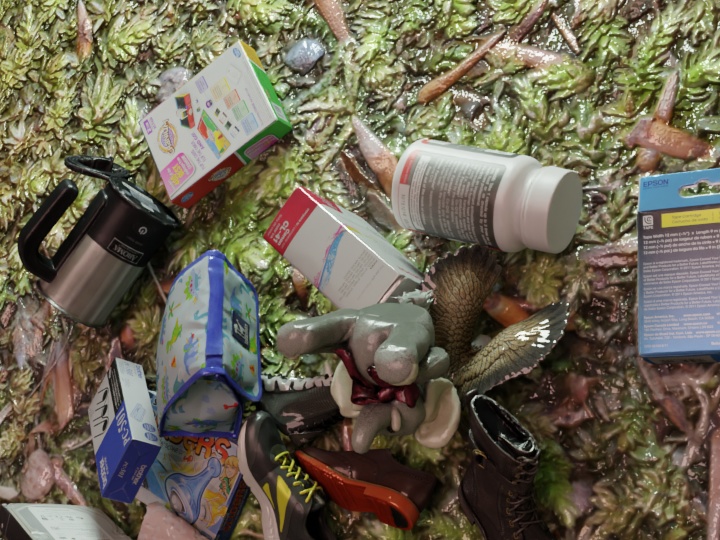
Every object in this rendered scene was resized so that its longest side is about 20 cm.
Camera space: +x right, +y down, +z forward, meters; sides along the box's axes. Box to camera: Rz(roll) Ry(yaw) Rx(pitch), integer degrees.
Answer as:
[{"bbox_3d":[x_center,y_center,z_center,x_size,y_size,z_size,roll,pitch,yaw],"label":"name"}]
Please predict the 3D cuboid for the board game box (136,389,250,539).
[{"bbox_3d":[-0.232,0.259,1.491,0.200,0.034,0.135,22,89,32],"label":"board game box"}]

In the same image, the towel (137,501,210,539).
[{"bbox_3d":[-0.225,0.422,1.425,0.200,0.032,0.191,27,104,31],"label":"towel"}]

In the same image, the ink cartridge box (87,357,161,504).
[{"bbox_3d":[-0.313,0.207,1.485,0.094,0.044,0.200,-60,28,16],"label":"ink cartridge box"}]

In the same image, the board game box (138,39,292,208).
[{"bbox_3d":[-0.208,-0.205,1.592,0.200,0.040,0.153,-34,63,18],"label":"board game box"}]

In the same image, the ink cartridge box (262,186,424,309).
[{"bbox_3d":[0.000,0.000,1.351,0.086,0.148,0.200,-52,54,9],"label":"ink cartridge box"}]

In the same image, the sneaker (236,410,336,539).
[{"bbox_3d":[-0.083,0.261,1.362,0.085,0.074,0.200,-14,97,30],"label":"sneaker"}]

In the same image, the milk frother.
[{"bbox_3d":[-0.384,-0.055,1.617,0.188,0.180,0.200,-52,16,8],"label":"milk frother"}]

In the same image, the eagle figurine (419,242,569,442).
[{"bbox_3d":[0.124,0.090,1.267,0.151,0.152,0.200,-93,20,-54],"label":"eagle figurine"}]

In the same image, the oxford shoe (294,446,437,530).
[{"bbox_3d":[0.005,0.246,1.354,0.200,0.071,0.073,17,52,39],"label":"oxford shoe"}]

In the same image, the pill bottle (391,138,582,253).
[{"bbox_3d":[0.147,-0.084,1.316,0.200,0.114,0.114,14,85,32],"label":"pill bottle"}]

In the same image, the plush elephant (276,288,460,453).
[{"bbox_3d":[0.023,0.117,1.182,0.165,0.200,0.155,8,109,28],"label":"plush elephant"}]

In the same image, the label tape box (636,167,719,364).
[{"bbox_3d":[0.371,-0.004,1.198,0.143,0.066,0.200,-5,73,28],"label":"label tape box"}]

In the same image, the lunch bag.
[{"bbox_3d":[-0.188,0.095,1.394,0.127,0.200,0.170,1,59,-10],"label":"lunch bag"}]

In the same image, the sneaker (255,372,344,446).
[{"bbox_3d":[-0.053,0.174,1.396,0.200,0.066,0.091,-2,79,33],"label":"sneaker"}]

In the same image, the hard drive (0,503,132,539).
[{"bbox_3d":[-0.368,0.349,1.447,0.200,0.140,0.038,19,97,55],"label":"hard drive"}]

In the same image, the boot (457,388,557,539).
[{"bbox_3d":[0.165,0.239,1.188,0.069,0.174,0.200,-28,55,-24],"label":"boot"}]
